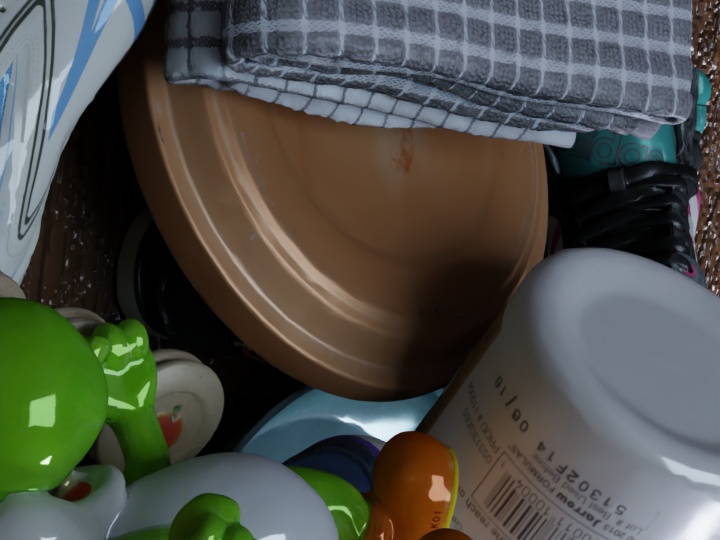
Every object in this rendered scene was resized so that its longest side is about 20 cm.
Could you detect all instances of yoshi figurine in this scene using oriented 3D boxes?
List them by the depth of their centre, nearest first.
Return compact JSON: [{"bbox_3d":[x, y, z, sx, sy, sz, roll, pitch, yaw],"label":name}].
[{"bbox_3d":[-0.060,0.063,0.865,0.199,0.112,0.112,10,69,-16],"label":"yoshi figurine"}]

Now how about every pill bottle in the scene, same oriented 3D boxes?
[{"bbox_3d":[0.060,0.098,1.005,0.114,0.114,0.200,-10,142,-47],"label":"pill bottle"}]

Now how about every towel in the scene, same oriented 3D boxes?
[{"bbox_3d":[0.033,-0.133,0.963,0.199,0.085,0.166,5,78,-33],"label":"towel"}]

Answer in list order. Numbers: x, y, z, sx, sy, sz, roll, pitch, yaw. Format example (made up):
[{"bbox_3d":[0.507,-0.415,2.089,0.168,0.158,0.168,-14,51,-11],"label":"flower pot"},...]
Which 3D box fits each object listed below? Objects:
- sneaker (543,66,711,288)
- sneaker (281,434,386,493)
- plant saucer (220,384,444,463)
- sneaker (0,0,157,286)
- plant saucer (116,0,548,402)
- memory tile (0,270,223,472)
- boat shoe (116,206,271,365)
[{"bbox_3d":[0.103,-0.028,1.114,0.200,0.083,0.121,-83,165,-74],"label":"sneaker"},{"bbox_3d":[-0.079,0.121,0.929,0.200,0.081,0.146,-48,143,9],"label":"sneaker"},{"bbox_3d":[-0.020,0.132,1.092,0.200,0.036,0.201,-14,109,-46],"label":"plant saucer"},{"bbox_3d":[-0.117,-0.077,0.906,0.072,0.072,0.201,32,74,-49],"label":"sneaker"},{"bbox_3d":[-0.001,-0.054,1.011,0.200,0.032,0.201,20,60,-39],"label":"plant saucer"},{"bbox_3d":[-0.141,0.068,0.907,0.200,0.017,0.154,25,105,-48],"label":"memory tile"},{"bbox_3d":[0.000,0.003,1.066,0.201,0.063,0.074,-1,97,-50],"label":"boat shoe"}]
